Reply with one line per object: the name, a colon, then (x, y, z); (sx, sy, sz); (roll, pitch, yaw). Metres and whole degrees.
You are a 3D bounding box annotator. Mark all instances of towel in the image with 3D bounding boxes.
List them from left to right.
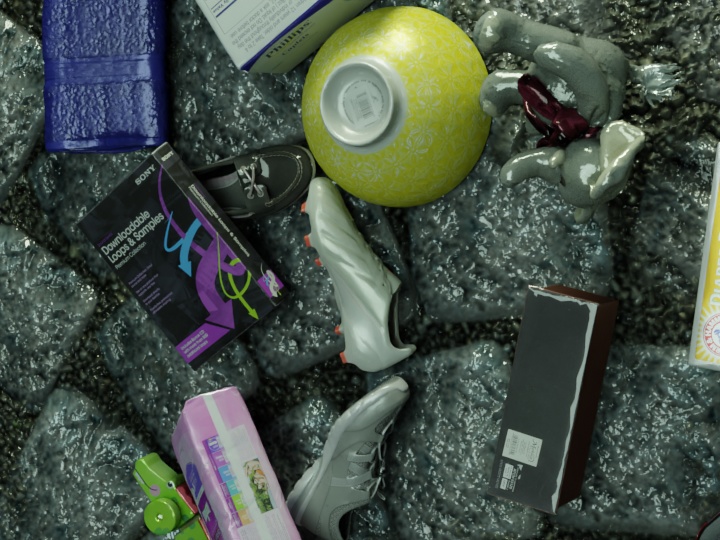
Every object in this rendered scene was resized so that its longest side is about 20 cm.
towel: (-0.269, -0.226, 1.916); (0.146, 0.049, 0.203); (-1, 92, 19)

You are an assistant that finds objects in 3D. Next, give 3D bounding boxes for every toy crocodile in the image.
toy crocodile: (-0.170, 0.275, 1.881); (0.062, 0.067, 0.201); (-37, 79, 18)

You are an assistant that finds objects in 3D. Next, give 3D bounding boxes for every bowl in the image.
bowl: (0.018, -0.159, 1.745); (0.198, 0.107, 0.203); (2, 94, 26)

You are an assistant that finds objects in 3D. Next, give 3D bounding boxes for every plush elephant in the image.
plush elephant: (0.189, -0.124, 1.634); (0.198, 0.165, 0.157); (8, 70, 2)

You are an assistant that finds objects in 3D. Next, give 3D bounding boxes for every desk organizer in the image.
desk organizer: (0.184, 0.118, 1.696); (0.071, 0.077, 0.202); (14, 99, 24)

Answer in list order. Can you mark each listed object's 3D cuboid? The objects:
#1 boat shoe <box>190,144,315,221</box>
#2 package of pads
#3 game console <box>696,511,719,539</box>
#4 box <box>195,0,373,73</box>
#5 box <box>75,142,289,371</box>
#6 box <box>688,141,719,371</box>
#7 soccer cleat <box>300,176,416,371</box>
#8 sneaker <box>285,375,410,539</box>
boat shoe: (-0.134, -0.080, 1.832); (0.199, 0.057, 0.068); (-14, 92, 37)
package of pads: (-0.124, 0.228, 1.817); (0.075, 0.121, 0.202); (-20, 75, -15)
game console: (0.419, 0.253, 1.616); (0.200, 0.031, 0.177); (-45, 74, 21)
box: (-0.081, -0.329, 1.785); (0.183, 0.105, 0.201); (-37, 77, 23)
box: (-0.185, -0.012, 1.846); (0.143, 0.036, 0.201); (-38, 92, 35)
box: (0.365, -0.007, 1.588); (0.111, 0.101, 0.202); (9, 96, 25)
soccer cleat: (0.000, 0.000, 1.789); (0.077, 0.069, 0.202); (-15, 93, 20)
sneaker: (0.004, 0.191, 1.797); (0.082, 0.075, 0.201); (38, 119, 13)
